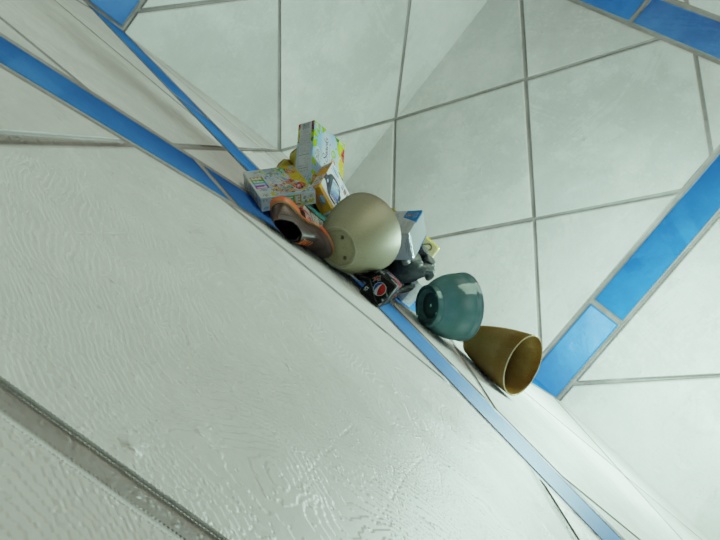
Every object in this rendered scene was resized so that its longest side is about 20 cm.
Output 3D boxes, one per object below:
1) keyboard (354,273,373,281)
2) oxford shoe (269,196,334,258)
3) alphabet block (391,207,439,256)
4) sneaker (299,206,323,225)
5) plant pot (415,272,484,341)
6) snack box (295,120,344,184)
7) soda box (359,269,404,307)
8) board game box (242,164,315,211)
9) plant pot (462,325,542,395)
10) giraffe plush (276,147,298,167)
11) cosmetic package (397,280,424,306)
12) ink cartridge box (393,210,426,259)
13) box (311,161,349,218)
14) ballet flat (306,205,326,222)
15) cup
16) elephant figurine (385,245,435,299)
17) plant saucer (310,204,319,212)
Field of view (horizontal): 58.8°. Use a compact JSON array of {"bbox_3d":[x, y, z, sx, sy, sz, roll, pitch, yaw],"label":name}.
[{"bbox_3d":[0.000,0.000,1.783,0.103,0.040,0.200,11,20,-23],"label":"keyboard"},{"bbox_3d":[-0.131,-0.076,1.419,0.200,0.071,0.073,39,34,-35],"label":"oxford shoe"},{"bbox_3d":[0.129,-0.072,2.205,0.195,0.201,0.197,38,6,-14],"label":"alphabet block"},{"bbox_3d":[-0.161,-0.145,1.626,0.108,0.067,0.202,36,11,-39],"label":"sneaker"},{"bbox_3d":[0.242,0.103,1.845,0.132,0.203,0.200,4,25,-29],"label":"plant pot"},{"bbox_3d":[-0.118,-0.310,1.882,0.067,0.203,0.168,-9,-21,30],"label":"snack box"},{"bbox_3d":[0.058,0.042,1.594,0.063,0.071,0.200,41,6,7],"label":"soda box"},{"bbox_3d":[-0.201,-0.204,1.560,0.132,0.035,0.200,-12,30,-19],"label":"board game box"},{"bbox_3d":[0.412,0.244,1.917,0.199,0.188,0.186,27,-5,46],"label":"plant pot"},{"bbox_3d":[-0.173,-0.254,1.955,0.162,0.172,0.201,44,11,-31],"label":"giraffe plush"},{"bbox_3d":[0.114,0.022,2.020,0.051,0.083,0.200,36,8,-46],"label":"cosmetic package"},{"bbox_3d":[0.068,-0.098,1.768,0.147,0.197,0.087,-55,137,-53],"label":"ink cartridge box"},{"bbox_3d":[-0.081,-0.218,1.780,0.120,0.041,0.201,61,25,-23],"label":"box"},{"bbox_3d":[-0.165,-0.163,1.700,0.200,0.071,0.067,46,9,20],"label":"ballet flat"},{"bbox_3d":[-0.021,-0.074,1.537,0.200,0.201,0.143,41,33,12],"label":"cup"},{"bbox_3d":[0.113,0.019,1.834,0.154,0.200,0.143,31,34,-26],"label":"elephant figurine"},{"bbox_3d":[-0.089,-0.140,1.791,0.200,0.037,0.202,37,31,-27],"label":"plant saucer"}]
